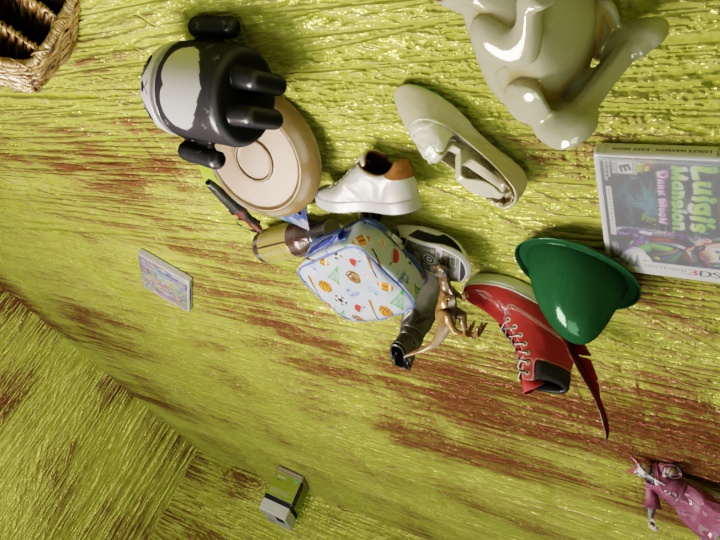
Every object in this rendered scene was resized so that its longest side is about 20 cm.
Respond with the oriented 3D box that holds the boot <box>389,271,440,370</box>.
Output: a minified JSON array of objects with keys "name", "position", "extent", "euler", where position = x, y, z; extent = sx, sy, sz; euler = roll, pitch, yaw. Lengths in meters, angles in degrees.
[{"name":"boot","position":[0.087,0.077,1.089],"extent":[0.066,0.132,0.202],"euler":[16,149,21]}]

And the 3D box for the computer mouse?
[{"name":"computer mouse","position":[0.083,-0.041,0.998],"extent":[0.197,0.044,0.111],"euler":[23,145,22]}]

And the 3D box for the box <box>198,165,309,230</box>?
[{"name":"box","position":[-0.163,-0.146,1.043],"extent":[0.196,0.048,0.123],"euler":[21,152,14]}]

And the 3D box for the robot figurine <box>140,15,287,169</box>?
[{"name":"robot figurine","position":[-0.190,-0.225,0.839],"extent":[0.197,0.152,0.125],"euler":[16,155,30]}]

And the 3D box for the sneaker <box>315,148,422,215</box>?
[{"name":"sneaker","position":[0.005,-0.127,0.923],"extent":[0.197,0.072,0.087],"euler":[6,115,46]}]

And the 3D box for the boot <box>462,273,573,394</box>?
[{"name":"boot","position":[0.228,0.098,0.982],"extent":[0.197,0.146,0.073],"euler":[23,154,12]}]

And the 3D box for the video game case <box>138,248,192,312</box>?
[{"name":"video game case","position":[-0.486,0.029,1.653],"extent":[0.141,0.018,0.201],"euler":[30,152,0]}]

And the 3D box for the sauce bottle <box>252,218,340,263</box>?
[{"name":"sauce bottle","position":[-0.110,-0.052,1.128],"extent":[0.198,0.065,0.065],"euler":[-6,137,48]}]

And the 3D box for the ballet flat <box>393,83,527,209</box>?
[{"name":"ballet flat","position":[0.114,-0.141,0.780],"extent":[0.198,0.070,0.069],"euler":[34,152,-9]}]

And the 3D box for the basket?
[{"name":"basket","position":[-0.503,-0.362,0.900],"extent":[0.198,0.144,0.149],"euler":[35,152,-13]}]

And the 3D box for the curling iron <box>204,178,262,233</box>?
[{"name":"curling iron","position":[-0.208,-0.101,1.079],"extent":[0.049,0.026,0.200],"euler":[18,170,15]}]

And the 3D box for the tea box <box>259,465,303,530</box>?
[{"name":"tea box","position":[-0.330,0.999,2.896],"extent":[0.131,0.199,0.202],"euler":[18,150,15]}]

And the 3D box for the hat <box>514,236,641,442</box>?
[{"name":"hat","position":[0.264,0.081,0.859],"extent":[0.197,0.179,0.166],"euler":[22,161,20]}]

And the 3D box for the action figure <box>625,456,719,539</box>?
[{"name":"action figure","position":[0.597,0.409,1.235],"extent":[0.199,0.148,0.136],"euler":[36,127,25]}]

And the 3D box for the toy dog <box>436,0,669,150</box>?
[{"name":"toy dog","position":[0.135,-0.236,0.565],"extent":[0.200,0.140,0.194],"euler":[42,-174,-27]}]

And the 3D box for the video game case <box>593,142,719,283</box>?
[{"name":"video game case","position":[0.360,-0.058,0.736],"extent":[0.178,0.024,0.201],"euler":[9,146,32]}]

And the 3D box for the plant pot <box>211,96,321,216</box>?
[{"name":"plant pot","position":[-0.148,-0.162,0.950],"extent":[0.196,0.028,0.204],"euler":[14,127,19]}]

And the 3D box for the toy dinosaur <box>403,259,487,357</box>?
[{"name":"toy dinosaur","position":[0.132,0.073,0.999],"extent":[0.106,0.060,0.204],"euler":[34,134,35]}]

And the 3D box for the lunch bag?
[{"name":"lunch bag","position":[0.000,0.000,1.005],"extent":[0.160,0.076,0.198],"euler":[44,145,-19]}]
